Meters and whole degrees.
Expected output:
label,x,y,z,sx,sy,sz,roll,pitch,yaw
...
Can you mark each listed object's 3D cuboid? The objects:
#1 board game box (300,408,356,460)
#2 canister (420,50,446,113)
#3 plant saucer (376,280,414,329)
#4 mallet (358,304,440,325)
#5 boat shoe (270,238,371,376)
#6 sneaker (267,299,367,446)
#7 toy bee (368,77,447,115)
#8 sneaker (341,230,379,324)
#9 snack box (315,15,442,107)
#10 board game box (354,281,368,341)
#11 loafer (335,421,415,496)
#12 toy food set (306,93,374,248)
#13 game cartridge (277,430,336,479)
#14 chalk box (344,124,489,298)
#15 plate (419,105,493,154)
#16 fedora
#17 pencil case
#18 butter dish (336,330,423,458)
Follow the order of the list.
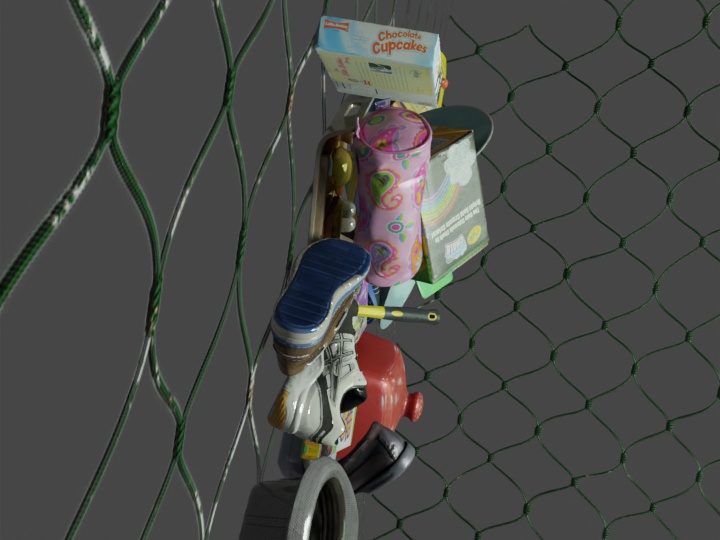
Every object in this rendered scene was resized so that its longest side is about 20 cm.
label,x,y,z,sx,sy,sz,roll,pitch,yaw
board game box,-0.031,0.168,1.356,0.200,0.030,0.096,18,82,-81
canister,0.077,-0.241,1.834,0.149,0.086,0.201,91,12,-58
plant saucer,0.059,-0.014,1.635,0.202,0.038,0.201,-61,169,-21
mallet,0.019,0.060,1.367,0.041,0.199,0.066,-3,-105,51
boat shoe,-0.047,0.034,1.162,0.200,0.072,0.073,-52,160,-56
sneaker,-0.029,0.109,1.224,0.076,0.087,0.201,-63,-178,46
toy bee,0.059,-0.235,1.540,0.131,0.108,0.201,41,33,-30
sneaker,0.000,0.000,1.536,0.200,0.070,0.078,88,21,-61
snack box,0.024,-0.210,1.166,0.200,0.115,0.037,28,72,-85
board game box,-0.026,0.067,1.457,0.120,0.032,0.200,-56,165,-25
loafer,-0.027,0.231,1.286,0.200,0.063,0.072,-36,-168,30
toy food set,-0.014,-0.090,1.283,0.144,0.060,0.201,-70,168,-62
game cartridge,-0.058,0.196,1.389,0.200,0.041,0.134,62,42,-72
chalk box,0.072,-0.067,1.415,0.124,0.123,0.201,-33,124,-38
plate,0.091,-0.162,1.569,0.201,0.199,0.026,-74,145,-49
fedora,-0.071,0.279,1.172,0.200,0.090,0.178,55,42,-66
pencil case,0.030,-0.079,1.219,0.088,0.087,0.201,-74,169,-45
butter dish,0.018,0.186,1.652,0.200,0.147,0.201,-66,164,-68
